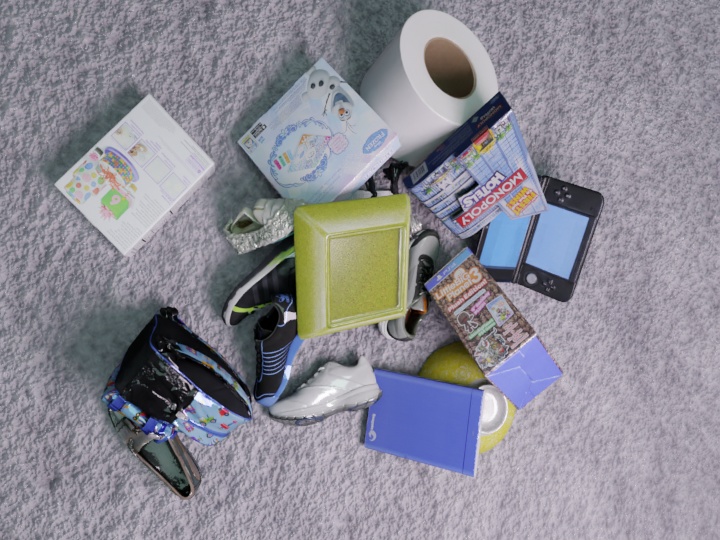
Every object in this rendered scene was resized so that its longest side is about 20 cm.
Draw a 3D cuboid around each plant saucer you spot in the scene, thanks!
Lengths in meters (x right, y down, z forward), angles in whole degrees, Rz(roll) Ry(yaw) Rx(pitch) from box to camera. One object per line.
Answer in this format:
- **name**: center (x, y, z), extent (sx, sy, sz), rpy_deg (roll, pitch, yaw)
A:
- **plant saucer**: center (0.000, 0.000, 0.838), extent (0.193, 0.048, 0.208), rpy_deg (-10, 111, -26)

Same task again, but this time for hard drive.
- **hard drive**: center (0.105, 0.250, 0.939), extent (0.193, 0.025, 0.138), rpy_deg (6, 86, 25)

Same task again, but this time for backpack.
- **backpack**: center (-0.260, 0.178, 0.836), extent (0.200, 0.182, 0.135), rpy_deg (43, 87, -21)

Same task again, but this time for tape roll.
- **tape roll**: center (0.112, -0.297, 0.930), extent (0.196, 0.138, 0.211), rpy_deg (10, 68, -27)

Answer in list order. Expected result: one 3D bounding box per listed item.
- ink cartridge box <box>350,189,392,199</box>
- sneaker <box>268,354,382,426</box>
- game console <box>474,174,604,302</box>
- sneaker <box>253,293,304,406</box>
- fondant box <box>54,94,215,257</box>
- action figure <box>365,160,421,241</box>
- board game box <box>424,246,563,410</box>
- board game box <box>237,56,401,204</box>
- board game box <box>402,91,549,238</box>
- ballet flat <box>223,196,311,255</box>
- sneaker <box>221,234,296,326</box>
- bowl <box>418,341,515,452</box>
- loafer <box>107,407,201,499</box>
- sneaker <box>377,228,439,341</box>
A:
- **ink cartridge box**: center (-0.021, -0.055, 0.976), extent (0.194, 0.050, 0.168), rpy_deg (-5, 90, -31)
- **sneaker**: center (-0.062, 0.206, 0.945), extent (0.193, 0.075, 0.090), rpy_deg (-13, 69, -13)
- **game console**: center (0.306, -0.056, 0.979), extent (0.117, 0.167, 0.207), rpy_deg (-17, 125, -54)
- **sneaker**: center (-0.142, 0.124, 0.885), extent (0.076, 0.071, 0.205), rpy_deg (16, 110, -27)
- **fondant box**: center (-0.346, -0.146, 0.878), extent (0.144, 0.058, 0.201), rpy_deg (45, 78, -9)
- **action figure**: center (0.033, -0.079, 0.924), extent (0.114, 0.102, 0.209), rpy_deg (4, 84, -17)
- **board game box**: center (0.214, 0.094, 0.905), extent (0.096, 0.202, 0.159), rpy_deg (-38, 136, 9)
- **board game box**: center (-0.068, -0.203, 0.900), extent (0.199, 0.043, 0.200), rpy_deg (-42, 70, 1)
- **board game box**: center (0.202, -0.134, 0.888), extent (0.199, 0.063, 0.198), rpy_deg (-39, 125, 22)
- **ballet flat**: center (-0.152, -0.073, 0.857), extent (0.070, 0.196, 0.075), rpy_deg (15, 67, -40)
- **sneaker**: center (-0.139, 0.032, 0.891), extent (0.200, 0.072, 0.083), rpy_deg (-45, 86, 11)
- **bowl**: center (0.201, 0.233, 0.984), extent (0.192, 0.107, 0.209), rpy_deg (1, 88, -15)
- **loafer**: center (-0.317, 0.270, 0.869), extent (0.071, 0.063, 0.202), rpy_deg (-40, 98, -12)
- **sneaker**: center (0.100, 0.028, 0.970), extent (0.073, 0.078, 0.207), rpy_deg (23, 84, -36)
